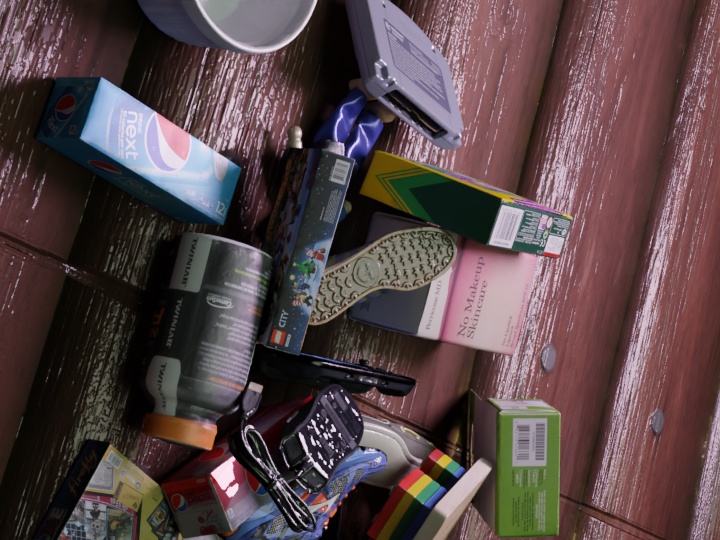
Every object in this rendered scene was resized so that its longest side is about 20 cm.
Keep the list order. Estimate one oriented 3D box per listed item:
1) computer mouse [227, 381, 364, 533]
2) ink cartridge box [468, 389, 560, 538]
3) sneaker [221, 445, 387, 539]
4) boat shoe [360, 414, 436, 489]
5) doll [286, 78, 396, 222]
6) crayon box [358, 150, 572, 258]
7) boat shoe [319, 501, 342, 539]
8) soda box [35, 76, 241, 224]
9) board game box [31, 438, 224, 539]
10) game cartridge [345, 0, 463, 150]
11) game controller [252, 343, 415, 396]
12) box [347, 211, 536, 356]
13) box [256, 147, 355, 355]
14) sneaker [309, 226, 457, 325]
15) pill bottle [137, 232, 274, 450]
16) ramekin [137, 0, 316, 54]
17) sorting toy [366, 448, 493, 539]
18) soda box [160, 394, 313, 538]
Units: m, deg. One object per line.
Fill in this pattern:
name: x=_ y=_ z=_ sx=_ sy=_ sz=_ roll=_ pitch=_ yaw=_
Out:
computer mouse: x=-0.072 y=0.162 z=1.517 sx=0.141 sy=0.046 sz=0.200 roll=54 pitch=32 yaw=-15
ink cartridge box: x=0.181 y=0.226 z=1.838 sx=0.075 sy=0.200 sz=0.149 roll=0 pitch=94 yaw=-6
sneaker: x=-0.055 y=0.245 z=1.602 sx=0.199 sy=0.075 sz=0.079 roll=-27 pitch=98 yaw=-19
boat shoe: x=0.033 y=0.211 z=1.763 sx=0.072 sy=0.060 sz=0.201 roll=-43 pitch=133 yaw=14
doll: x=-0.037 y=-0.114 z=1.659 sx=0.137 sy=0.048 sz=0.201 roll=49 pitch=62 yaw=-43
crayon box: x=0.123 y=-0.073 z=1.729 sx=0.200 sy=0.172 sz=0.059 roll=8 pitch=103 yaw=-59
boat shoe: x=-0.054 y=0.312 z=1.667 sx=0.074 sy=0.062 sz=0.202 roll=3 pitch=92 yaw=-52
soda box: x=-0.206 y=-0.111 z=1.442 sx=0.200 sy=0.067 sz=0.065 roll=31 pitch=70 yaw=-47
board game box: x=-0.226 y=0.274 z=1.479 sx=0.200 sy=0.034 sz=0.136 roll=50 pitch=57 yaw=-40
game cartridge: x=0.050 y=-0.230 z=1.716 sx=0.200 sy=0.041 sz=0.134 roll=32 pitch=45 yaw=-53
game controller: x=-0.029 y=0.106 z=1.644 sx=0.199 sy=0.104 sz=0.042 roll=15 pitch=78 yaw=-50
box: x=0.099 y=0.018 z=1.776 sx=0.199 sy=0.108 sz=0.129 roll=13 pitch=91 yaw=-50
box: x=-0.067 y=-0.023 z=1.540 sx=0.037 sy=0.137 sz=0.201 roll=16 pitch=90 yaw=-18
sneaker: x=0.000 y=0.000 z=1.645 sx=0.199 sy=0.090 sz=0.068 roll=-23 pitch=103 yaw=-21
pill bottle: x=-0.156 y=0.072 z=1.488 sx=0.106 sy=0.106 sz=0.202 roll=25 pitch=75 yaw=-48
ramekin: x=-0.138 y=-0.311 z=1.478 sx=0.199 sy=0.105 sz=0.202 roll=-7 pitch=98 yaw=-50
sorting toy: x=0.047 y=0.301 z=1.699 sx=0.200 sy=0.069 sz=0.200 roll=-59 pitch=169 yaw=18
soda box: x=-0.112 y=0.197 z=1.549 sx=0.200 sy=0.070 sz=0.064 roll=-35 pitch=106 yaw=-55
